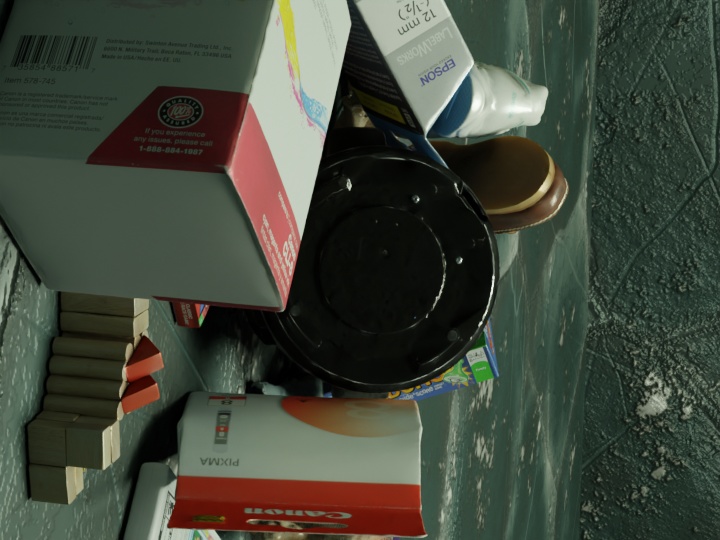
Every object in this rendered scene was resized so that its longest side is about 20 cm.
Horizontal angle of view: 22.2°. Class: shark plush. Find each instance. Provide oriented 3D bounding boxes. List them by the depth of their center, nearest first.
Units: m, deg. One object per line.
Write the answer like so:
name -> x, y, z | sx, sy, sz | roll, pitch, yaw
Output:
shark plush -> -0.050, 0.096, 1.498 | 0.200, 0.091, 0.083 | -6, 81, -55

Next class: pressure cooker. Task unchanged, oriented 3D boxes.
pressure cooker -> 0.003, 0.001, 1.333 | 0.176, 0.179, 0.200 | -47, -174, -3

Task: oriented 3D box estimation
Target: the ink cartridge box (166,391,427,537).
ink cartridge box -> -0.040, 0.122, 1.185 | 0.200, 0.162, 0.050 | -101, -167, -84

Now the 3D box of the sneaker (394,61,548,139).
sneaker -> 0.077, -0.130, 1.420 | 0.200, 0.080, 0.071 | -151, -113, -67

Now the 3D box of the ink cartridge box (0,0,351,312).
ink cartridge box -> -0.100, -0.103, 0.993 | 0.145, 0.145, 0.200 | 71, 28, -58

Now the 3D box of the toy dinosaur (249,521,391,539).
toy dinosaur -> -0.021, 0.190, 1.372 | 0.135, 0.200, 0.086 | 35, 83, -32

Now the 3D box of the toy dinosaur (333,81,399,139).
toy dinosaur -> 0.008, -0.123, 1.568 | 0.200, 0.086, 0.136 | -61, -168, -24

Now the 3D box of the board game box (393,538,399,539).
board game box -> 0.000, 0.182, 1.658 | 0.165, 0.057, 0.200 | 26, 69, -73

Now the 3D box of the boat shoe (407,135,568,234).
boat shoe -> 0.098, -0.060, 1.416 | 0.070, 0.200, 0.070 | 43, 75, -28

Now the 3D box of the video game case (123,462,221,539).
video game case -> -0.134, 0.254, 1.221 | 0.182, 0.024, 0.200 | 70, 27, -59

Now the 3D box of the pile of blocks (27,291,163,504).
pile of blocks -> -0.137, 0.043, 1.064 | 0.082, 0.062, 0.200 | 60, 37, -65

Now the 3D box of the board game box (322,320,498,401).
board game box -> 0.036, 0.036, 1.491 | 0.200, 0.135, 0.035 | -94, 164, -58

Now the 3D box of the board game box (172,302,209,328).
board game box -> -0.098, -0.066, 1.272 | 0.200, 0.019, 0.103 | -71, 159, -45

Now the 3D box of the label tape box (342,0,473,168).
label tape box -> 0.021, -0.174, 1.340 | 0.200, 0.066, 0.143 | 59, -8, -20
